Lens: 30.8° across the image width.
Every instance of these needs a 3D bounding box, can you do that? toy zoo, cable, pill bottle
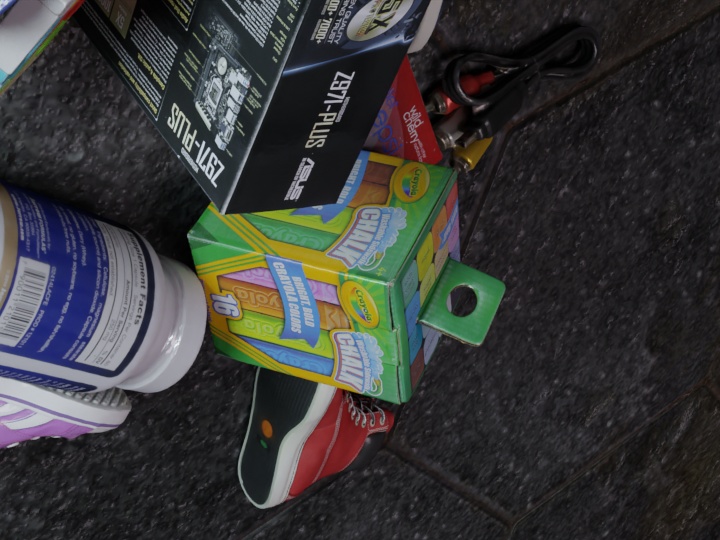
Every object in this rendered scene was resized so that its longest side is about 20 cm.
[{"bbox_3d":[-0.161,-0.137,0.678,0.200,0.020,0.132,-35,-160,40],"label":"toy zoo"},{"bbox_3d":[0.120,-0.162,1.080,0.200,0.050,0.098,-43,126,-28],"label":"cable"},{"bbox_3d":[-0.197,0.015,0.833,0.199,0.116,0.116,23,104,-51],"label":"pill bottle"}]

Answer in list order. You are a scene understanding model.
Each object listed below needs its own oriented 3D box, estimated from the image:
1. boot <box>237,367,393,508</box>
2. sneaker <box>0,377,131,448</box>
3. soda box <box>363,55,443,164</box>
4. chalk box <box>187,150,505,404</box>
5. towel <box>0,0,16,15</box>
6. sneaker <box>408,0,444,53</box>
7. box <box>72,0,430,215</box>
[{"bbox_3d":[-0.019,0.108,1.126,0.143,0.072,0.201,-14,138,-37],"label":"boot"},{"bbox_3d":[-0.260,0.101,0.886,0.199,0.073,0.115,17,112,-39],"label":"sneaker"},{"bbox_3d":[-0.005,-0.140,0.936,0.070,0.063,0.201,-38,141,-11],"label":"soda box"},{"bbox_3d":[0.000,0.000,0.922,0.125,0.198,0.125,82,27,-43],"label":"chalk box"},{"bbox_3d":[-0.162,-0.181,0.650,0.145,0.200,0.024,-46,118,-2],"label":"towel"},{"bbox_3d":[0.061,-0.248,0.908,0.084,0.075,0.201,-21,137,-38],"label":"sneaker"},{"bbox_3d":[-0.067,-0.158,0.728,0.086,0.200,0.165,-8,137,-41],"label":"box"}]
